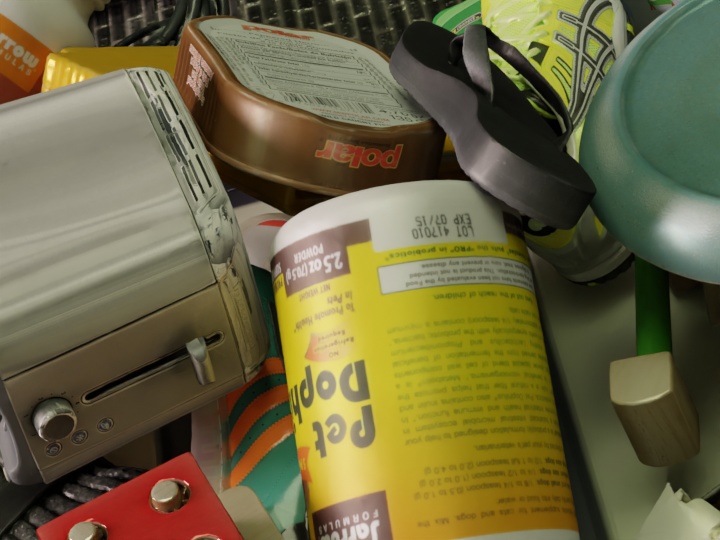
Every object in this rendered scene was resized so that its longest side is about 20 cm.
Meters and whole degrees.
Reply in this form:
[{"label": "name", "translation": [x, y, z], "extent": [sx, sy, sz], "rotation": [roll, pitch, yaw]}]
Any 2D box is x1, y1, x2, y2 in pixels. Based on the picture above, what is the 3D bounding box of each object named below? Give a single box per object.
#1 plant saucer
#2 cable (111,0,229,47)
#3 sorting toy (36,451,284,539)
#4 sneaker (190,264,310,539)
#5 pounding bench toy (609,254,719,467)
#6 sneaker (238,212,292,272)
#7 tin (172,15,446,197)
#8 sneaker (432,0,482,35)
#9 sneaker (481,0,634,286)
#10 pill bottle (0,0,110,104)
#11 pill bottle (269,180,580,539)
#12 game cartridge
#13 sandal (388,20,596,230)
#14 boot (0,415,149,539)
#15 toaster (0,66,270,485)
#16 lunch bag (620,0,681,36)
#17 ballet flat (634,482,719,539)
[{"label": "plant saucer", "translation": [0.186, -0.073, 0.922], "extent": [0.199, 0.027, 0.201], "rotation": [-13, 41, 11]}, {"label": "cable", "translation": [-0.170, -0.137, 1.300], "extent": [0.200, 0.051, 0.163], "rotation": [-44, 43, -21]}, {"label": "sorting toy", "translation": [-0.095, 0.177, 0.826], "extent": [0.199, 0.070, 0.199], "rotation": [-26, 45, -12]}, {"label": "sneaker", "translation": [-0.034, 0.081, 0.991], "extent": [0.080, 0.071, 0.201], "rotation": [-6, 54, 7]}, {"label": "pounding bench toy", "translation": [0.174, -0.015, 0.981], "extent": [0.199, 0.125, 0.156], "rotation": [-25, 41, -7]}, {"label": "sneaker", "translation": [0.000, 0.000, 1.049], "extent": [0.070, 0.094, 0.200], "rotation": [-37, 45, -21]}, {"label": "tin", "translation": [-0.025, -0.080, 1.037], "extent": [0.112, 0.042, 0.200], "rotation": [11, 17, -19]}, {"label": "sneaker", "translation": [0.124, -0.167, 1.203], "extent": [0.200, 0.074, 0.084], "rotation": [-31, 47, -14]}, {"label": "sneaker", "translation": [0.093, -0.094, 1.081], "extent": [0.075, 0.076, 0.201], "rotation": [-27, 58, 25]}, {"label": "pill bottle", "translation": [-0.213, -0.102, 1.171], "extent": [0.112, 0.112, 0.200], "rotation": [27, 82, 39]}, {"label": "pill bottle", "translation": [0.028, 0.072, 0.899], "extent": [0.109, 0.109, 0.201], "rotation": [-11, 76, 7]}, {"label": "game cartridge", "translation": [-0.041, -0.076, 1.128], "extent": [0.176, 0.033, 0.200], "rotation": [-6, 23, -45]}, {"label": "sandal", "translation": [0.066, -0.072, 0.962], "extent": [0.043, 0.076, 0.200], "rotation": [-60, 22, 14]}, {"label": "boot", "translation": [-0.137, 0.079, 1.019], "extent": [0.157, 0.080, 0.212], "rotation": [8, 58, 36]}, {"label": "toaster", "translation": [-0.122, -0.008, 0.967], "extent": [0.129, 0.114, 0.200], "rotation": [-20, 42, -8]}, {"label": "lunch bag", "translation": [0.181, -0.162, 1.083], "extent": [0.160, 0.200, 0.076], "rotation": [28, 61, 39]}, {"label": "ballet flat", "translation": [0.155, 0.105, 0.899], "extent": [0.200, 0.069, 0.068], "rotation": [-38, 46, -21]}]
